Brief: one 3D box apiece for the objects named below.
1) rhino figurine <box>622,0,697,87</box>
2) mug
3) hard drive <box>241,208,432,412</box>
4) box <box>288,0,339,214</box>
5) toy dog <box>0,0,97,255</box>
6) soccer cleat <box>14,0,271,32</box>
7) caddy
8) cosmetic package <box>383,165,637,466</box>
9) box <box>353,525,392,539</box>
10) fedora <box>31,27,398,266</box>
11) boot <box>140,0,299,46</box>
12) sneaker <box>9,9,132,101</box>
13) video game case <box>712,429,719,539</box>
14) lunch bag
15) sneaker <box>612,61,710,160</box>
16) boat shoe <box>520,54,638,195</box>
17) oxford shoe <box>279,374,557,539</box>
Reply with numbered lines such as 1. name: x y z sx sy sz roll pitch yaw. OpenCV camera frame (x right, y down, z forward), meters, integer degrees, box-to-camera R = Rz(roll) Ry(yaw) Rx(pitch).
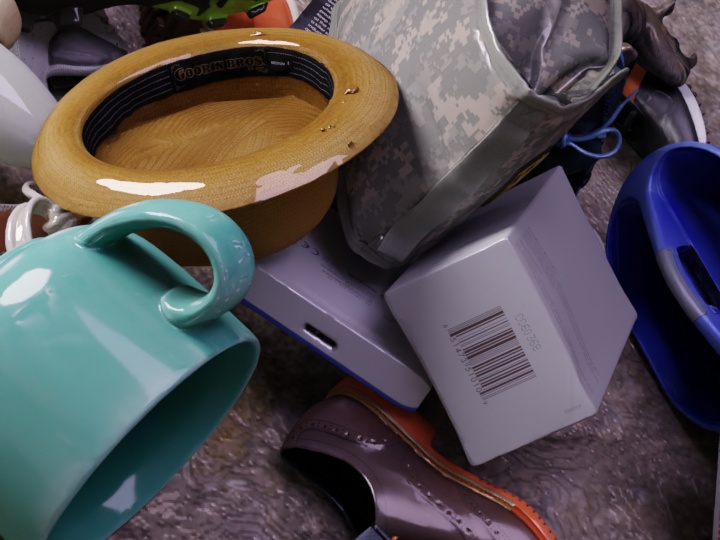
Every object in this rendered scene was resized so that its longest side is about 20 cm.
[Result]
1. rhino figurine: 0.164 -0.171 1.254 0.200 0.060 0.088 9 53 -33
2. mug: -0.131 0.041 0.880 0.114 0.152 0.185 41 86 12
3. hard drive: 0.000 0.000 1.066 0.132 0.025 0.200 34 24 -1
4. box: 0.014 -0.110 1.125 0.143 0.036 0.200 39 43 -6
5. toy dog: -0.200 -0.064 1.016 0.132 0.096 0.200 -27 85 -47
6. soccer cleat: -0.132 -0.190 1.073 0.200 0.065 0.084 -6 61 -26
7. caddy: 0.238 0.010 1.169 0.105 0.141 0.200 1 51 -38
8. cosmetic package: 0.093 0.020 1.040 0.113 0.081 0.200 63 18 -5
9. box: -0.003 0.238 0.875 0.158 0.051 0.200 44 43 12
10. fedora: -0.074 -0.058 0.968 0.200 0.082 0.201 -6 34 4
11. boot: -0.072 -0.122 1.146 0.107 0.075 0.200 13 45 -29
12. sneaker: -0.171 -0.165 1.129 0.115 0.075 0.200 38 52 -4
13. video game case: 0.295 0.128 1.097 0.200 0.023 0.183 -1 97 -33
14. lunch bag: 0.062 -0.109 1.013 0.117 0.164 0.200 26 45 -23
15. sneaker: 0.178 -0.135 1.327 0.090 0.070 0.200 -12 58 -21
16. boat shoe: 0.137 -0.090 1.161 0.084 0.200 0.069 3 67 11
17. oxford shoe: 0.040 0.146 0.982 0.200 0.071 0.073 39 50 18
